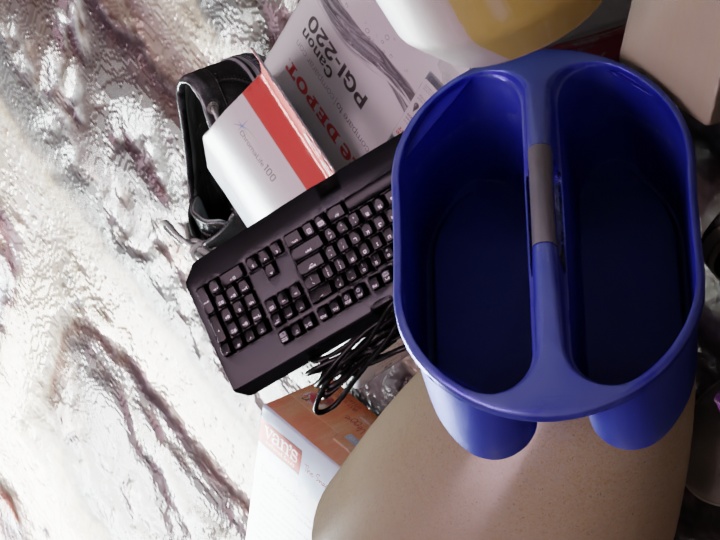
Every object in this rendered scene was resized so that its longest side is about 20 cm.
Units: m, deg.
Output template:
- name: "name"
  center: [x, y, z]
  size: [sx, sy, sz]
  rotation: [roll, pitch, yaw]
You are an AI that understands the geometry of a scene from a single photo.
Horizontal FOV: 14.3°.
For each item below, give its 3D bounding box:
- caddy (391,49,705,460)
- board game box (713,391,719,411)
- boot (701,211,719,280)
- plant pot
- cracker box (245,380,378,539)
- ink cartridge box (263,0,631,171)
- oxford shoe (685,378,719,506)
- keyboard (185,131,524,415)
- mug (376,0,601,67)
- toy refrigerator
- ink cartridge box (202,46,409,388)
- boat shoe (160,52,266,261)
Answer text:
- name: "caddy"
  center: [0.087, -0.009, 1.320]
  size: [0.105, 0.141, 0.201]
  rotation: [77, -170, -56]
- name: "board game box"
  center: [0.235, 0.132, 1.335]
  size: [0.120, 0.032, 0.200]
  rotation: [31, 162, 35]
- name: "boot"
  center: [0.224, 0.025, 1.290]
  size: [0.154, 0.073, 0.204]
  rotation: [59, 175, 13]
- name: "plant pot"
  center: [0.091, 0.096, 1.454]
  size: [0.187, 0.187, 0.200]
  rotation: [50, 140, 25]
- name: "cracker box"
  center: [-0.008, 0.184, 1.742]
  size: [0.134, 0.058, 0.201]
  rotation: [38, 135, 35]
- name: "ink cartridge box"
  center: [0.046, -0.120, 1.503]
  size: [0.146, 0.085, 0.200]
  rotation: [56, 144, 18]
- name: "oxford shoe"
  center: [0.211, 0.080, 1.405]
  size: [0.200, 0.058, 0.075]
  rotation: [-22, 93, 57]
- name: "keyboard"
  center: [0.000, 0.000, 1.447]
  size: [0.200, 0.040, 0.104]
  rotation: [-32, 82, 26]
- name: "mug"
  center: [0.052, -0.174, 1.310]
  size: [0.154, 0.149, 0.187]
  rotation: [64, 174, -24]
- name: "toy refrigerator"
  center: [0.185, -0.171, 1.302]
  size: [0.070, 0.076, 0.201]
  rotation: [39, 134, 35]
- name: "ink cartridge box"
  center: [-0.029, -0.024, 1.567]
  size: [0.160, 0.047, 0.200]
  rotation: [57, 176, 9]
- name: "boat shoe"
  center: [-0.077, -0.027, 1.720]
  size: [0.073, 0.068, 0.200]
  rotation: [25, 125, 45]
